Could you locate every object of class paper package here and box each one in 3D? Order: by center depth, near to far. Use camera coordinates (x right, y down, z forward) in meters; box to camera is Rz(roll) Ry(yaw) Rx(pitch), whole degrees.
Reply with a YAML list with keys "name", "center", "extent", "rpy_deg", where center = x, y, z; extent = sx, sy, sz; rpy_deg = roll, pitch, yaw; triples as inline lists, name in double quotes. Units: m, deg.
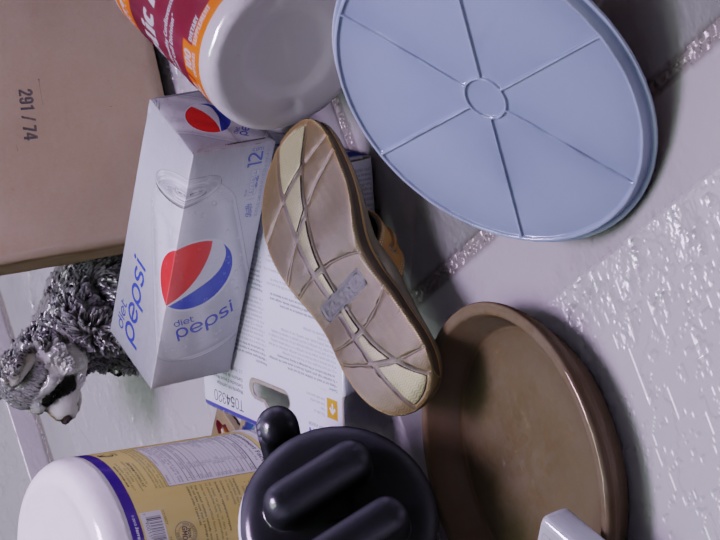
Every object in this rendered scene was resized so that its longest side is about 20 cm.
- name: "paper package"
  center: [-0.239, -0.104, 1.929]
  extent: [0.103, 0.190, 0.200]
  rpy_deg: [-19, 83, 66]

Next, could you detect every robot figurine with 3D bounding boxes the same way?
- name: "robot figurine"
  center: [-0.010, 0.166, 1.646]
  extent: [0.200, 0.125, 0.150]
  rpy_deg: [83, -167, -71]

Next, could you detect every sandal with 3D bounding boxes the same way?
- name: "sandal"
  center: [0.000, 0.000, 1.643]
  extent: [0.080, 0.054, 0.200]
  rpy_deg: [-41, 67, 32]

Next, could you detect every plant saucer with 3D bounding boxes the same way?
- name: "plant saucer"
  center: [0.098, 0.115, 1.567]
  extent: [0.200, 0.029, 0.200]
  rpy_deg: [32, 128, 53]

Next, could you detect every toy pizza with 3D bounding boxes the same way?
- name: "toy pizza"
  center: [0.075, -0.102, 1.453]
  extent: [0.200, 0.032, 0.200]
  rpy_deg: [21, 137, 21]

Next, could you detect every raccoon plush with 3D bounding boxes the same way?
- name: "raccoon plush"
  center: [-0.244, 0.023, 2.043]
  extent: [0.200, 0.134, 0.097]
  rpy_deg: [62, 149, 27]

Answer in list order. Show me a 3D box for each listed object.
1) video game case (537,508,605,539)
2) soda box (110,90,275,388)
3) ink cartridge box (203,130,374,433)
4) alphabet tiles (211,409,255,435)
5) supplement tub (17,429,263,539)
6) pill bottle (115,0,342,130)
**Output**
- name: "video game case"
  center: [0.159, 0.257, 1.482]
  extent: [0.200, 0.023, 0.182]
  rpy_deg: [38, 133, 36]
- name: "soda box"
  center: [-0.114, -0.021, 1.777]
  extent: [0.068, 0.063, 0.200]
  rpy_deg: [51, 140, 39]
- name: "ink cartridge box"
  center: [-0.050, 0.009, 1.783]
  extent: [0.196, 0.043, 0.200]
  rpy_deg: [18, 116, 57]
- name: "alphabet tiles"
  center: [-0.065, 0.197, 1.919]
  extent: [0.200, 0.008, 0.167]
  rpy_deg: [54, 144, 38]
- name: "supplement tub"
  center: [-0.112, 0.184, 1.782]
  extent: [0.145, 0.200, 0.146]
  rpy_deg: [16, 109, 55]
- name: "pill bottle"
  center: [-0.092, -0.184, 1.712]
  extent: [0.200, 0.114, 0.114]
  rpy_deg: [45, 137, 46]
